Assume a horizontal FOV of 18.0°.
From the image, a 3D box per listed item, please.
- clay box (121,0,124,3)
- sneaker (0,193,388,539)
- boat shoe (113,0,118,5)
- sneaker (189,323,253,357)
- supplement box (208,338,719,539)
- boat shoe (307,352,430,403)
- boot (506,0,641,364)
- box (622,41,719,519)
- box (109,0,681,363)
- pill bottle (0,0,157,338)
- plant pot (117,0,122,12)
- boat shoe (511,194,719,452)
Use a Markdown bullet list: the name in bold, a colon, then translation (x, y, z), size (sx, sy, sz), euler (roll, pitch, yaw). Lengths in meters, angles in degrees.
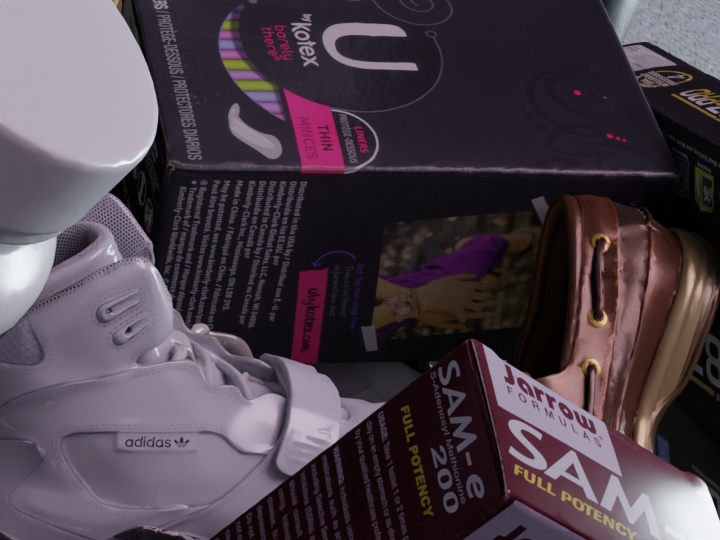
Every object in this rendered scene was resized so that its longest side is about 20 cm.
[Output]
- **clay box**: translation (-0.115, -0.183, 0.955), size (0.115, 0.048, 0.200), euler (47, 9, -42)
- **sneaker**: translation (-0.044, 0.038, 0.700), size (0.200, 0.115, 0.075), euler (-7, 22, -13)
- **boat shoe**: translation (-0.115, -0.119, 0.815), size (0.060, 0.202, 0.072), euler (14, 17, 5)
- **sneaker**: translation (-0.079, 0.044, 0.772), size (0.200, 0.087, 0.075), euler (31, 32, -33)
- **supplement box**: translation (0.001, 0.116, 0.670), size (0.109, 0.200, 0.061), euler (31, 31, -35)
- **boat shoe**: translation (0.000, 0.000, 0.985), size (0.074, 0.067, 0.200), euler (32, 31, -34)
- **boot**: translation (0.104, -0.046, 1.081), size (0.163, 0.198, 0.073), euler (52, 27, 19)
- **box**: translation (0.138, 0.006, 0.922), size (0.200, 0.049, 0.161), euler (-133, -145, -66)
- **box**: translation (0.006, -0.040, 0.897), size (0.200, 0.106, 0.122), euler (0, 44, -17)
- **pill bottle**: translation (-0.151, -0.005, 0.585), size (0.114, 0.200, 0.114), euler (38, 28, -24)
- **plant pot**: translation (-0.141, -0.172, 1.038), size (0.200, 0.027, 0.200), euler (38, 29, -25)
- **boat shoe**: translation (0.067, 0.065, 0.817), size (0.067, 0.072, 0.200), euler (27, 69, -17)
